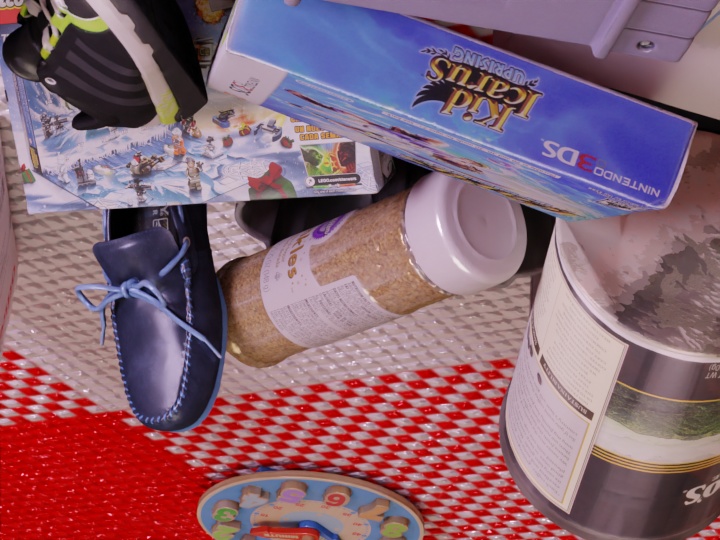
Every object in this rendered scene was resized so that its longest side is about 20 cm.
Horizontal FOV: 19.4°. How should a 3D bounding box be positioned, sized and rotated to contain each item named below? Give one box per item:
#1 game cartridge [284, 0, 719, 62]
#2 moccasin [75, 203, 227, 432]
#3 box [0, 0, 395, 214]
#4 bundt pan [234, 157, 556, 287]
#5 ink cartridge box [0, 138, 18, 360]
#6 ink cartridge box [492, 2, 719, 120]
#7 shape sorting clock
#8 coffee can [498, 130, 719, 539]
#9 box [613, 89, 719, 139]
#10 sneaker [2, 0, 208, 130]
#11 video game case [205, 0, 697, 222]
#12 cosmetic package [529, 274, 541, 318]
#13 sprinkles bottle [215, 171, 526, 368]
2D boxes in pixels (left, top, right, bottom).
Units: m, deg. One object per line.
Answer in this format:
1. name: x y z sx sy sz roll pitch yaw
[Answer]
1. game cartridge: 0.048 -0.135 0.796 0.199 0.039 0.130 8 158 -9
2. moccasin: -0.126 -0.008 1.193 0.080 0.201 0.068 -17 160 25
3. box: -0.089 -0.104 1.087 0.199 0.040 0.138 -2 109 18
4. bundt pan: 0.029 -0.063 1.195 0.201 0.076 0.202 6 154 3
5. ink cartridge box: -0.273 0.008 1.326 0.082 0.147 0.200 8 154 -1
6. ink cartridge box: 0.146 -0.164 0.905 0.125 0.129 0.200 15 154 -18
7. shape sorting clock: -0.044 0.221 1.833 0.199 0.039 0.200 5 154 2
8. coffee can: 0.162 0.041 1.156 0.146 0.147 0.200 7 144 -1
9. box: 0.217 -0.116 1.072 0.199 0.046 0.159 7 157 0
10. sneaker: -0.129 -0.108 0.976 0.082 0.072 0.200 -16 157 4
11. video game case: 0.032 -0.075 0.953 0.199 0.046 0.181 20 179 -6
12. cosmetic package: 0.207 0.028 1.332 0.199 0.091 0.107 1 152 5
13. sprinkles bottle: 0.000 0.000 1.165 0.068 0.069 0.200 26 148 -35
